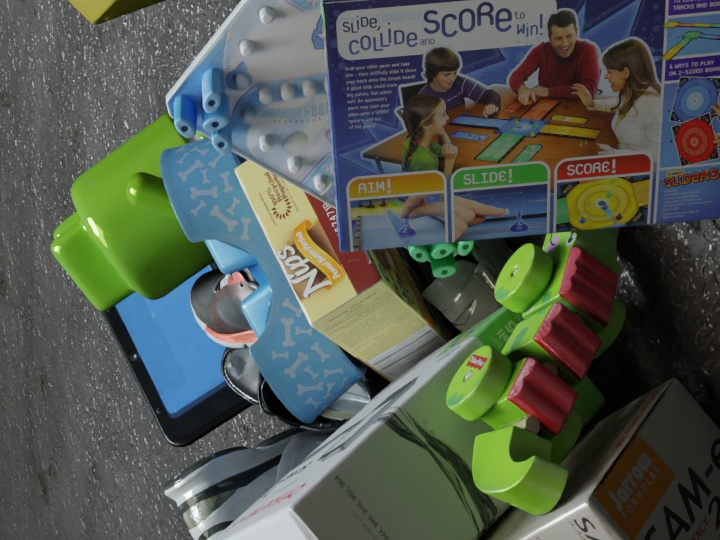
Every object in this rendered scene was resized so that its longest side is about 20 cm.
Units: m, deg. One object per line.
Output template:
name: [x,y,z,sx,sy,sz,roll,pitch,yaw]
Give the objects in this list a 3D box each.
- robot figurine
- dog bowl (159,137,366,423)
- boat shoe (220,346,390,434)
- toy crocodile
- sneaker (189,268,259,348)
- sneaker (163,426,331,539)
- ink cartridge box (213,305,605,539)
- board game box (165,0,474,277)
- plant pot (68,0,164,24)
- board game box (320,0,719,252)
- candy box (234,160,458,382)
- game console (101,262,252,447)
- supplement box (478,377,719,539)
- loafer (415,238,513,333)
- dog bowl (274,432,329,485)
robot figurine: [-0.146,-0.057,1.093,0.116,0.199,0.176,54,-179,-16]
dog bowl: [-0.059,-0.001,0.899,0.201,0.049,0.111,61,-171,-1]
boat shoe: [-0.044,0.086,1.046,0.198,0.066,0.075,14,110,37]
toy crocodile: [0.102,0.039,0.735,0.067,0.201,0.062,37,143,-13]
sneaker: [-0.072,0.011,1.038,0.199,0.077,0.082,12,138,50]
sneaker: [-0.059,0.188,1.054,0.075,0.200,0.116,-36,76,30]
ink cartridge box: [0.022,0.120,0.788,0.084,0.200,0.145,51,147,1]
board game box: [0.033,-0.099,0.718,0.200,0.199,0.026,-45,32,29]
plant pot: [-0.164,-0.303,1.042,0.199,0.199,0.178,-19,96,60]
board game box: [0.082,-0.083,0.680,0.035,0.198,0.137,-99,5,-59]
candy box: [0.000,0.000,0.888,0.116,0.055,0.200,63,-170,23]
game console: [-0.133,0.013,1.174,0.201,0.115,0.177,57,145,30]
supplement box: [0.104,0.156,0.761,0.074,0.126,0.200,50,132,0]
loafer: [0.070,0.011,0.870,0.201,0.069,0.070,61,147,19]
dog bowl: [-0.004,0.212,0.988,0.058,0.200,0.202,-9,90,15]
